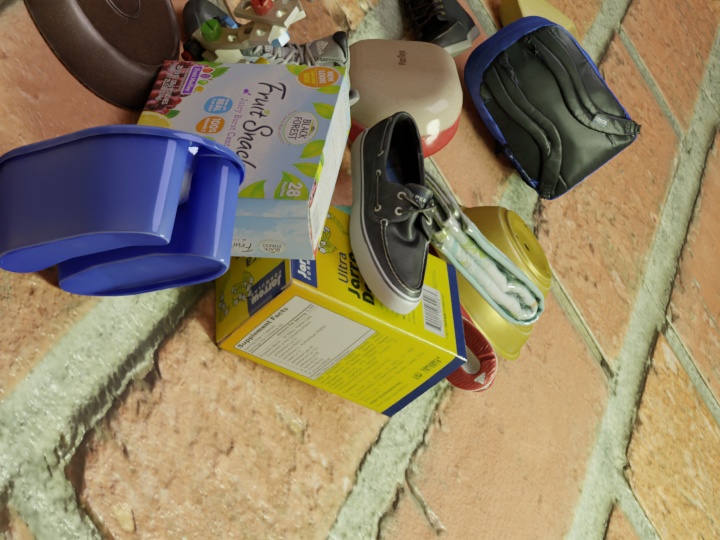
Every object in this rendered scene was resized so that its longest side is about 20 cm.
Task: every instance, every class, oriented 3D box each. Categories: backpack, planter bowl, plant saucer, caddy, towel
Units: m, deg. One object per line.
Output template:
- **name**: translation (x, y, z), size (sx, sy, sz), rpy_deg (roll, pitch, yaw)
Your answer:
- **backpack**: translation (0.221, -0.216, 2.134), size (0.200, 0.162, 0.168), rpy_deg (51, 0, -22)
- **planter bowl**: translation (0.154, -0.008, 1.864), size (0.201, 0.083, 0.201), rpy_deg (51, 19, -24)
- **plant saucer**: translation (-0.222, -0.238, 1.487), size (0.200, 0.034, 0.201), rpy_deg (43, 33, -37)
- **caddy**: translation (-0.177, -0.052, 1.230), size (0.141, 0.199, 0.106), rpy_deg (23, 64, -51)
- **plant saucer**: translation (0.267, -0.295, 2.402), size (0.200, 0.048, 0.201), rpy_deg (22, 48, -53)
- **towel**: translation (0.086, -0.042, 1.630), size (0.171, 0.048, 0.200), rpy_deg (50, 4, 40)

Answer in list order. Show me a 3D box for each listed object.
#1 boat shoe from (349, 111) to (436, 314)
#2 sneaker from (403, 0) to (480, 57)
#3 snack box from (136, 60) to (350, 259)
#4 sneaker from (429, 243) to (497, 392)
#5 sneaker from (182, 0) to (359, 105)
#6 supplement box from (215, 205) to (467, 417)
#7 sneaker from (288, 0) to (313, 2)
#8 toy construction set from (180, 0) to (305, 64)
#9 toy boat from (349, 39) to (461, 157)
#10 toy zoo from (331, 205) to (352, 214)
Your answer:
- **boat shoe**: translation (0.036, -0.057, 1.466), size (0.070, 0.066, 0.201), rpy_deg (27, 41, -29)
- **sneaker**: translation (0.082, -0.302, 2.061), size (0.107, 0.075, 0.200), rpy_deg (54, 18, -7)
- **snack box**: translation (-0.104, -0.096, 1.410), size (0.201, 0.167, 0.068), rpy_deg (-76, 166, -49)
- **sneaker**: translation (0.073, 0.046, 1.748), size (0.201, 0.078, 0.116), rpy_deg (61, 0, 15)
- **sneaker**: translation (-0.073, -0.217, 1.641), size (0.200, 0.115, 0.075), rpy_deg (40, 34, -38)
- **supplement box**: translation (-0.018, 0.030, 1.482), size (0.199, 0.109, 0.110), rpy_deg (25, 43, -33)
- **sneaker**: translation (-0.084, -0.328, 1.766), size (0.115, 0.075, 0.200), rpy_deg (56, 24, -9)
- **toy construction set**: translation (-0.090, -0.168, 1.539), size (0.131, 0.092, 0.201), rpy_deg (38, -29, 42)
- **toy boat**: translation (0.037, -0.159, 1.786), size (0.200, 0.129, 0.132), rpy_deg (-91, -176, -66)
- **toy zoo**: translation (0.000, 0.000, 1.624), size (0.199, 0.020, 0.132), rpy_deg (-5, 70, -45)
